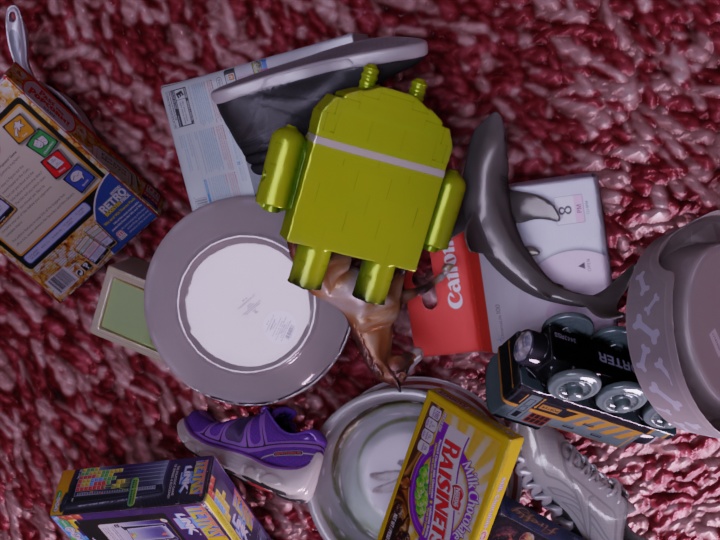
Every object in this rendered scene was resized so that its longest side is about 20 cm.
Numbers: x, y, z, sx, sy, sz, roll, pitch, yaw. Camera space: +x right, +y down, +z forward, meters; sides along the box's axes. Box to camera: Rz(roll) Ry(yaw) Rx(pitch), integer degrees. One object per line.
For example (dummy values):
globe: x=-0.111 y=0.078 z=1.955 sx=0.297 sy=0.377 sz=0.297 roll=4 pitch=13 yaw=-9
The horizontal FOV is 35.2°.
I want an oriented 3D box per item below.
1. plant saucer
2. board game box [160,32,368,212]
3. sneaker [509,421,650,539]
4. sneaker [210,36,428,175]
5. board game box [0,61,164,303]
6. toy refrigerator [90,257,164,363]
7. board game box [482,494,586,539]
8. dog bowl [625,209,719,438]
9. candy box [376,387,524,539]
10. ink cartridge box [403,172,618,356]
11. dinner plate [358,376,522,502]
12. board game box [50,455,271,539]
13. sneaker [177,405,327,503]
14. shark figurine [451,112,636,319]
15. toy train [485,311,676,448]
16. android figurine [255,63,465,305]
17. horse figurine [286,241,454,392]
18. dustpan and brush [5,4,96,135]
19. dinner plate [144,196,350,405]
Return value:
plant saucer: x=0.047 y=0.206 z=1.105 sx=0.200 sy=0.050 sz=0.200 roll=2 pitch=99 yaw=14
board game box: x=-0.076 y=-0.132 z=1.098 sx=0.200 sy=0.064 sz=0.148 roll=-12 pitch=97 yaw=17
sneaker: x=0.208 y=0.207 z=1.071 sx=0.081 sy=0.075 sz=0.200 roll=-25 pitch=99 yaw=31
sneaker: x=-0.026 y=-0.144 z=1.022 sx=0.200 sy=0.071 sz=0.099 roll=-15 pitch=107 yaw=11
board game box: x=-0.322 y=-0.084 z=1.137 sx=0.151 sy=0.046 sz=0.200 roll=-39 pitch=113 yaw=16
toy refrigerator: x=-0.165 y=0.059 z=1.148 sx=0.200 sy=0.070 sz=0.076 roll=21 pitch=103 yaw=9
board game box: x=0.182 y=0.310 z=1.057 sx=0.200 sy=0.035 sz=0.136 roll=29 pitch=112 yaw=-3
dog bowl: x=0.303 y=0.050 z=0.974 sx=0.059 sy=0.200 sz=0.200 roll=-13 pitch=97 yaw=50
candy box: x=0.073 y=0.219 z=1.040 sx=0.102 sy=0.026 sz=0.200 roll=27 pitch=106 yaw=36
ink cartridge box: x=0.135 y=0.002 z=1.076 sx=0.200 sy=0.057 sz=0.163 roll=-8 pitch=97 yaw=11
dinner plate: x=0.063 y=0.202 z=1.138 sx=0.200 sy=0.024 sz=0.200 roll=2 pitch=100 yaw=13
board game box: x=-0.188 y=0.268 z=1.141 sx=0.165 sy=0.057 sz=0.200 roll=-9 pitch=135 yaw=14
sneaker: x=-0.102 y=0.169 z=1.129 sx=0.200 sy=0.081 sz=0.083 roll=11 pitch=68 yaw=45
shark figurine: x=0.135 y=-0.018 z=1.008 sx=0.128 sy=0.089 sz=0.215 roll=-45 pitch=76 yaw=31
toy train: x=0.209 y=0.105 z=1.020 sx=0.200 sy=0.085 sz=0.114 roll=18 pitch=140 yaw=-24
android figurine: x=0.005 y=-0.075 z=0.980 sx=0.182 sy=0.041 sz=0.200 roll=11 pitch=98 yaw=-18
horse figurine: x=0.000 y=0.000 z=1.040 sx=0.200 sy=0.050 sz=0.133 roll=42 pitch=81 yaw=-20
dustpan and brush: x=-0.334 y=-0.167 z=1.158 sx=0.139 sy=0.057 sz=0.200 roll=0 pitch=99 yaw=14
dinner plate: x=-0.106 y=0.031 z=1.073 sx=0.200 sy=0.024 sz=0.200 roll=0 pitch=98 yaw=0
